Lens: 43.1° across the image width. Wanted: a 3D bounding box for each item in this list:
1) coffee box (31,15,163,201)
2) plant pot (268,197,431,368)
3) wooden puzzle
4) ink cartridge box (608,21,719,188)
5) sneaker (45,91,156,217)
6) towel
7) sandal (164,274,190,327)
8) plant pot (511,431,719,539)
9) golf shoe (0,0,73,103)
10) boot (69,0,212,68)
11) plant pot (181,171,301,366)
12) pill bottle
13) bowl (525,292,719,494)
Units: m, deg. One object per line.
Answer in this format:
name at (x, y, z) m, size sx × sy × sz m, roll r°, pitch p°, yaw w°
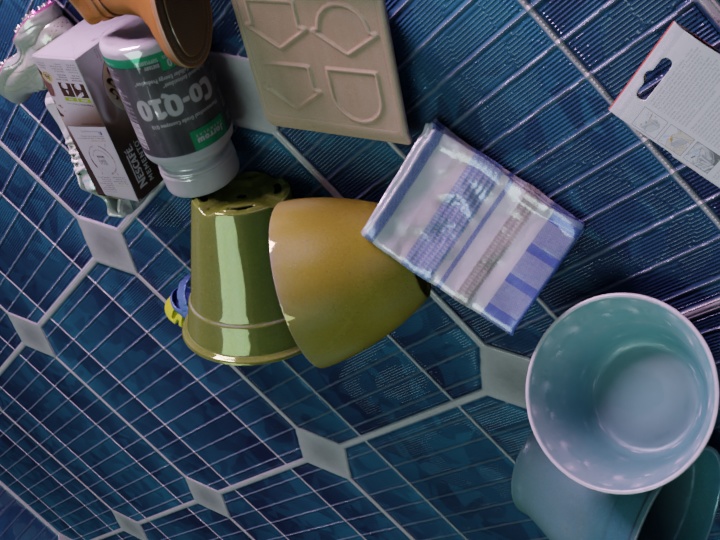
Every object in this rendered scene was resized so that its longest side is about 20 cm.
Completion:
coffee box at (-0.301, -0.200, 1.126) m, size 0.080 × 0.113 × 0.201 m, roll 11°, pitch 135°, yaw 31°
plant pot at (0.000, 0.000, 1.049) m, size 0.141 × 0.200 × 0.201 m, roll -14°, pitch 124°, yaw 15°
wooden puzzle at (-0.038, -0.226, 0.946) m, size 0.185 × 0.046 × 0.200 m, roll 13°, pitch 141°, yaw 30°
ink cartridge box at (0.321, -0.123, 0.754) m, size 0.200 × 0.050 × 0.109 m, roll 35°, pitch 143°, yaw 5°
sneaker at (-0.353, -0.154, 1.221) m, size 0.070 × 0.080 × 0.200 m, roll 0°, pitch 138°, yaw 40°
towel at (0.116, -0.044, 0.952) m, size 0.200 × 0.024 × 0.147 m, roll 34°, pitch 101°, yaw 2°
sandal at (-0.209, 0.070, 1.362) m, size 0.199 × 0.080 × 0.087 m, roll 26°, pitch 137°, yaw 13°
plant pot at (0.289, 0.261, 1.073) m, size 0.188 × 0.200 × 0.201 m, roll 23°, pitch 143°, yaw 43°
golf shoe at (-0.414, -0.261, 1.189) m, size 0.091 × 0.075 × 0.200 m, roll 42°, pitch 144°, yaw -11°
boot at (-0.240, -0.283, 0.945) m, size 0.154 × 0.074 × 0.201 m, roll -18°, pitch 93°, yaw 41°
plant pot at (-0.138, -0.016, 1.148) m, size 0.199 × 0.200 × 0.191 m, roll 14°, pitch 124°, yaw 28°
pill bottle at (-0.215, -0.193, 1.063) m, size 0.113 × 0.113 × 0.201 m, roll 11°, pitch 135°, yaw 31°
bowl at (0.284, 0.130, 0.955) m, size 0.200 × 0.202 × 0.105 m, roll 5°, pitch 173°, yaw 36°
